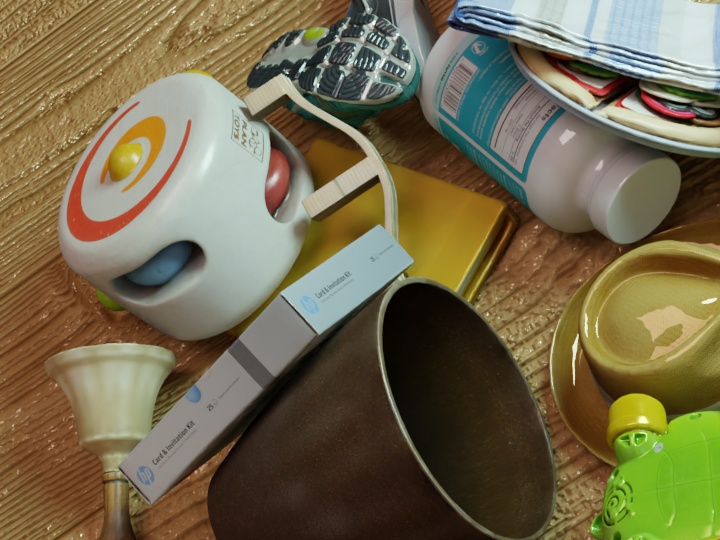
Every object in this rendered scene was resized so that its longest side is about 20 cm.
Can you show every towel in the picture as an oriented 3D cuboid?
[{"bbox_3d":[0.165,-0.174,1.102,0.199,0.024,0.147,15,30,6],"label":"towel"}]

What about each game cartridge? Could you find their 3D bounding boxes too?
[{"bbox_3d":[0.000,0.000,1.240,0.199,0.032,0.177,22,76,39],"label":"game cartridge"}]

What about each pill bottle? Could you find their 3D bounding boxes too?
[{"bbox_3d":[0.139,-0.101,1.163,0.111,0.111,0.200,-45,52,0],"label":"pill bottle"}]

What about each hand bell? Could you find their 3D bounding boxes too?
[{"bbox_3d":[-0.186,0.166,1.229,0.103,0.104,0.201,-13,70,23],"label":"hand bell"}]

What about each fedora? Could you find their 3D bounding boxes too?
[{"bbox_3d":[0.210,0.038,1.062,0.199,0.082,0.202,-13,59,22],"label":"fedora"}]

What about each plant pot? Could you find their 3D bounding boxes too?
[{"bbox_3d":[-0.002,0.133,1.088,0.199,0.186,0.188,-31,51,29],"label":"plant pot"}]

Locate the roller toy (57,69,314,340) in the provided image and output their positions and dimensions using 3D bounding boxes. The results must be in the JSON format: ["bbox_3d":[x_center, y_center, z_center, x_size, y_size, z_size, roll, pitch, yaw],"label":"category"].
[{"bbox_3d":[-0.139,-0.055,1.251,0.201,0.140,0.182,-57,36,-7],"label":"roller toy"}]

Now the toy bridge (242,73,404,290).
[{"bbox_3d":[-0.011,-0.060,1.193,0.067,0.027,0.201,-32,78,11],"label":"toy bridge"}]

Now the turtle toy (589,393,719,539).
[{"bbox_3d":[0.236,0.146,0.974,0.199,0.101,0.146,-12,47,22],"label":"turtle toy"}]

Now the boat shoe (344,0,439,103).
[{"bbox_3d":[0.020,-0.202,1.311,0.067,0.072,0.201,-25,52,13],"label":"boat shoe"}]

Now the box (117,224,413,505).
[{"bbox_3d":[-0.064,0.064,1.123,0.041,0.156,0.200,46,122,5],"label":"box"}]

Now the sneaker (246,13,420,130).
[{"bbox_3d":[-0.009,-0.149,1.263,0.078,0.080,0.200,-58,30,-12],"label":"sneaker"}]

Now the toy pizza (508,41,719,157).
[{"bbox_3d":[0.199,-0.140,1.115,0.200,0.199,0.032,45,130,38],"label":"toy pizza"}]
